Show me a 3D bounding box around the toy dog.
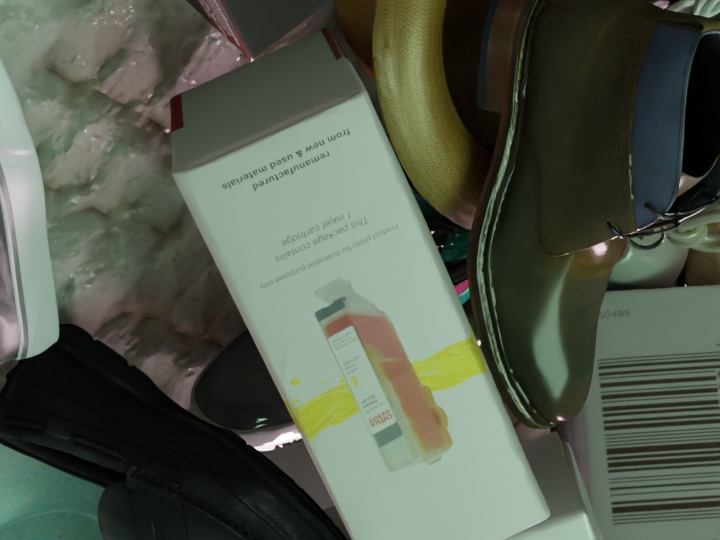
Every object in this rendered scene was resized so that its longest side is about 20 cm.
[{"bbox_3d":[0.139,-0.039,0.966,0.131,0.097,0.200,-3,161,4],"label":"toy dog"}]

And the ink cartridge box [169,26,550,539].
[{"bbox_3d":[-0.004,0.013,0.779,0.083,0.145,0.201,-24,109,0],"label":"ink cartridge box"}]

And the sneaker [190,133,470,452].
[{"bbox_3d":[0.000,0.000,0.890,0.200,0.084,0.121,-33,146,-25],"label":"sneaker"}]

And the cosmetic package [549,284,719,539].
[{"bbox_3d":[0.196,0.114,1.012,0.164,0.166,0.200,-4,161,1],"label":"cosmetic package"}]

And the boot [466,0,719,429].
[{"bbox_3d":[0.102,-0.020,0.758,0.075,0.097,0.201,-21,115,-44],"label":"boot"}]

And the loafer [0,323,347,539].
[{"bbox_3d":[-0.085,0.098,0.813,0.070,0.200,0.068,-52,152,-15],"label":"loafer"}]

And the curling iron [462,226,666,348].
[{"bbox_3d":[0.069,0.022,0.872,0.049,0.026,0.200,24,124,-40],"label":"curling iron"}]

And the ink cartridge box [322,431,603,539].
[{"bbox_3d":[0.028,0.181,0.854,0.199,0.088,0.146,-19,111,3],"label":"ink cartridge box"}]

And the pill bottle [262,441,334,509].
[{"bbox_3d":[0.025,0.145,1.022,0.113,0.113,0.200,-47,140,4],"label":"pill bottle"}]

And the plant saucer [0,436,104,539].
[{"bbox_3d":[-0.175,0.147,0.910,0.200,0.039,0.202,-23,136,-23],"label":"plant saucer"}]

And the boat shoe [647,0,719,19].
[{"bbox_3d":[0.133,-0.134,0.784,0.074,0.068,0.200,-50,134,-27],"label":"boat shoe"}]

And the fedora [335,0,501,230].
[{"bbox_3d":[0.053,-0.113,0.817,0.200,0.082,0.201,-18,115,-46],"label":"fedora"}]

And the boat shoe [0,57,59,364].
[{"bbox_3d":[-0.170,-0.029,0.739,0.066,0.070,0.200,-27,146,-22],"label":"boat shoe"}]

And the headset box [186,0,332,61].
[{"bbox_3d":[-0.073,-0.172,0.582,0.077,0.200,0.149,-38,142,-7],"label":"headset box"}]
